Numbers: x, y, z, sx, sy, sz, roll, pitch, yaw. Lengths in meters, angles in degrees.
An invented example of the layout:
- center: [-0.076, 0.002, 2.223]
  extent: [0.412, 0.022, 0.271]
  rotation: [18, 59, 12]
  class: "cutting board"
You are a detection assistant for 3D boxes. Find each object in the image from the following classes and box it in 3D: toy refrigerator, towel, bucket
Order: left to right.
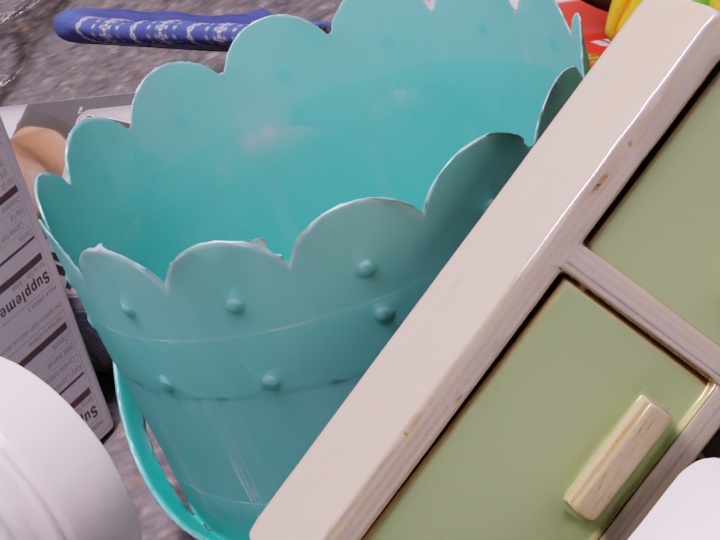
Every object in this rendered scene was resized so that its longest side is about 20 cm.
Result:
- center: [-0.036, -0.117, 1.145]
  extent: [0.145, 0.024, 0.200]
  rotation: [-2, 6, -43]
  class: "towel"
- center: [0.000, 0.000, 0.818]
  extent: [0.207, 0.135, 0.207]
  rotation: [-18, 24, 8]
  class: "bucket"
- center: [0.060, 0.025, 0.671]
  extent: [0.200, 0.076, 0.070]
  rotation: [-53, 14, 3]
  class: "toy refrigerator"

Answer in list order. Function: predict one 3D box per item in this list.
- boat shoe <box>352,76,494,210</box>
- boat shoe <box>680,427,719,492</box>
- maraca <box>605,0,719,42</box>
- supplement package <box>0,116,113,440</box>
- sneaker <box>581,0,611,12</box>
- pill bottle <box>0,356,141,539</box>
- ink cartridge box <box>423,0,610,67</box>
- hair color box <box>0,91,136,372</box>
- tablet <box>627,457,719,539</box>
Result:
- center: [0.073, -0.048, 0.911]
  extent: [0.200, 0.091, 0.071]
  rotation: [-9, 27, 25]
  class: "boat shoe"
- center: [0.125, 0.044, 0.710]
  extent: [0.059, 0.072, 0.200]
  rotation: [-9, 33, 18]
  class: "boat shoe"
- center: [0.146, -0.092, 0.827]
  extent: [0.107, 0.137, 0.200]
  rotation: [7, 64, 29]
  class: "maraca"
- center: [-0.192, 0.000, 0.885]
  extent: [0.114, 0.200, 0.110]
  rotation: [-6, 22, 32]
  class: "supplement package"
- center: [0.158, -0.112, 0.945]
  extent: [0.200, 0.070, 0.076]
  rotation: [12, 41, 18]
  class: "sneaker"
- center: [-0.170, 0.118, 0.738]
  extent: [0.114, 0.114, 0.200]
  rotation: [7, 36, 46]
  class: "pill bottle"
- center: [0.108, -0.136, 1.060]
  extent: [0.162, 0.050, 0.200]
  rotation: [-11, 18, -22]
  class: "ink cartridge box"
- center: [-0.130, -0.013, 0.983]
  extent: [0.200, 0.061, 0.099]
  rotation: [-4, 63, 30]
  class: "hair color box"
- center: [0.067, 0.134, 0.571]
  extent: [0.200, 0.014, 0.130]
  rotation: [-48, 36, -17]
  class: "tablet"
